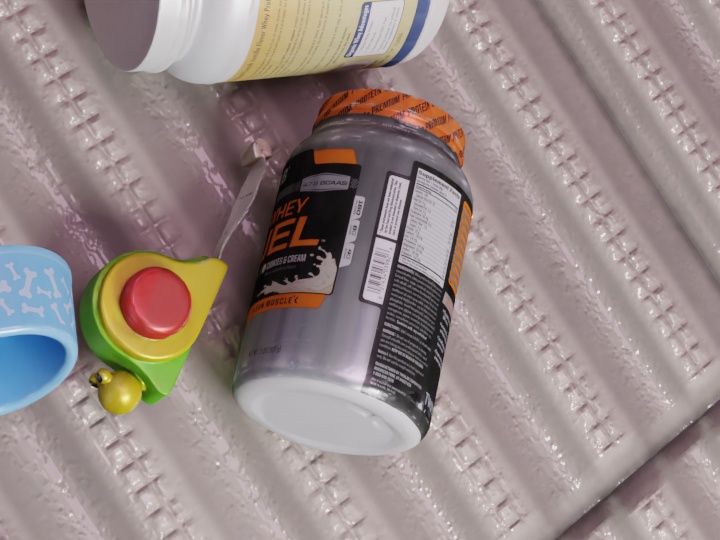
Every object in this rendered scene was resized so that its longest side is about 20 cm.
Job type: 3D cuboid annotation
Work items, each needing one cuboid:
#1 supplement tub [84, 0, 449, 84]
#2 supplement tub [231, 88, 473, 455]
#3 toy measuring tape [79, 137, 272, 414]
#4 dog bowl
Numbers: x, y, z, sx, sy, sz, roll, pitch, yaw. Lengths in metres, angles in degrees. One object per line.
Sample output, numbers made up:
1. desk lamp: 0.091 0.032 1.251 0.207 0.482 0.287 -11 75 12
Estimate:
1. supplement tub: -0.059 -0.191 1.214 0.199 0.144 0.146 -9 78 -30
2. supplement tub: 0.000 0.000 1.197 0.122 0.122 0.201 22 64 -20
3. toy measuring tape: -0.116 -0.007 1.170 0.073 0.073 0.201 30 62 -16
4. dog bowl: -0.242 0.044 1.055 0.199 0.112 0.050 -7 59 -29
